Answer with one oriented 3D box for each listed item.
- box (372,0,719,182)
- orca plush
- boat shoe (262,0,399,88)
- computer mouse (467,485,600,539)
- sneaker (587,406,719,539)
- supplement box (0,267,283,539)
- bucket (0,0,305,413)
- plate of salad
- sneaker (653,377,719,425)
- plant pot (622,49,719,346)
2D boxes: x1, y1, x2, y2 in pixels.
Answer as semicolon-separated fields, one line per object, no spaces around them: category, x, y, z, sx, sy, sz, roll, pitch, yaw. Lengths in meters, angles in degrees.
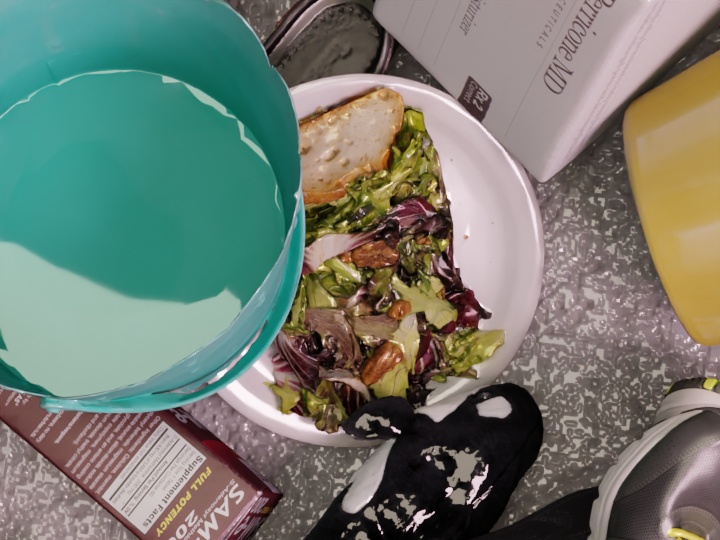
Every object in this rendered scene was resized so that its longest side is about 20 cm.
box;0.130;-0.182;1.047;0.131;0.199;0.200;45;68;9
orca plush;0.017;0.124;1.088;0.199;0.071;0.106;-20;103;-17
boat shoe;-0.050;-0.068;1.146;0.073;0.063;0.202;35;89;5
computer mouse;0.082;0.176;1.069;0.199;0.053;0.140;-22;118;-26
sneaker;0.140;0.162;1.012;0.074;0.085;0.201;19;104;-27
supplement box;-0.137;0.074;1.115;0.200;0.109;0.061;40;87;7
bucket;-0.120;-0.031;1.010;0.205;0.135;0.209;0;79;1
plate of salad;0.000;0.000;1.111;0.198;0.048;0.202;-3;107;-9
sneaker;0.232;0.127;1.074;0.199;0.076;0.077;22;71;19
plant pot;0.238;-0.050;1.063;0.188;0.201;0.202;-18;82;19
